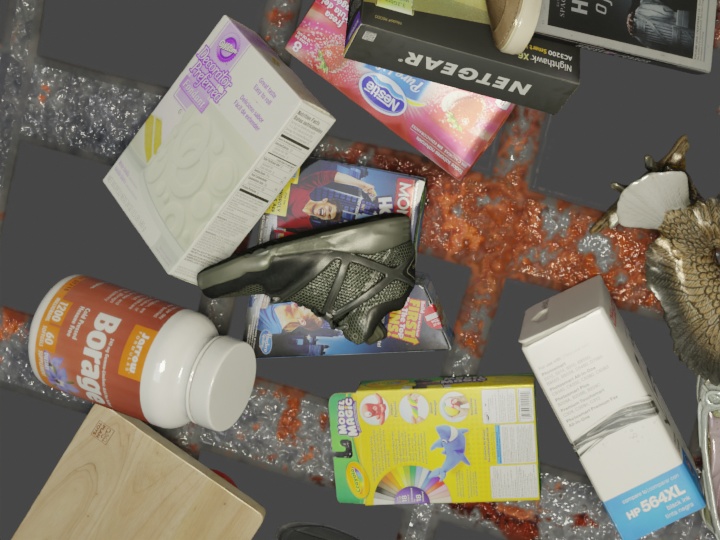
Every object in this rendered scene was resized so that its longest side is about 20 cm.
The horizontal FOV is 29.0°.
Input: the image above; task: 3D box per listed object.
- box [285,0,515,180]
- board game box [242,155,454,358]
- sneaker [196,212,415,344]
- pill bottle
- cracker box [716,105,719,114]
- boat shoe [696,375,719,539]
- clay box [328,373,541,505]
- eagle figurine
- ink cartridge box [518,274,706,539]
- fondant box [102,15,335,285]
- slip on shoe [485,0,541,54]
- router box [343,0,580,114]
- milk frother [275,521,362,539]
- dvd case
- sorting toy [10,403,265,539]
[{"bbox_3d":[0.042,-0.181,1.254,0.199,0.100,0.096,37,104,0],"label":"box"},{"bbox_3d":[0.000,0.000,1.314,0.197,0.062,0.203,11,102,5],"label":"board game box"},{"bbox_3d":[-0.044,0.022,1.245,0.196,0.076,0.116,-11,96,-5],"label":"sneaker"},{"bbox_3d":[-0.203,0.081,1.307,0.198,0.112,0.114,16,103,23],"label":"pill bottle"},{"bbox_3d":[0.377,-0.110,1.168,0.133,0.200,0.058,34,105,1],"label":"cracker box"},{"bbox_3d":[0.347,0.153,1.289,0.073,0.065,0.205,5,99,6],"label":"boat shoe"},{"bbox_3d":[0.072,0.163,1.341,0.197,0.048,0.117,-2,100,10],"label":"clay box"},{"bbox_3d":[0.315,-0.017,1.225,0.150,0.152,0.201,-31,71,-17],"label":"eagle figurine"},{"bbox_3d":[0.226,0.120,1.260,0.084,0.146,0.202,-26,96,13],"label":"ink cartridge box"},{"bbox_3d":[-0.133,-0.109,1.278,0.201,0.058,0.145,-50,54,13],"label":"fondant box"},{"bbox_3d":[0.106,-0.268,1.132,0.060,0.076,0.203,6,69,-16],"label":"slip on shoe"},{"bbox_3d":[0.090,-0.234,1.189,0.197,0.052,0.159,12,62,-15],"label":"router box"},{"bbox_3d":[-0.054,0.370,1.309,0.199,0.179,0.191,32,109,45],"label":"milk frother"},{"bbox_3d":[0.225,-0.258,1.181,0.198,0.025,0.153,6,88,-31],"label":"dvd case"},{"bbox_3d":[-0.220,0.255,1.389,0.198,0.070,0.201,34,103,1],"label":"sorting toy"}]
